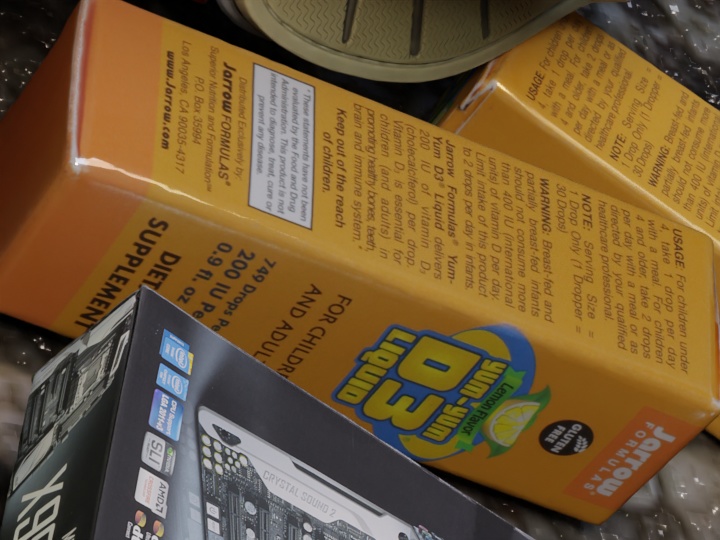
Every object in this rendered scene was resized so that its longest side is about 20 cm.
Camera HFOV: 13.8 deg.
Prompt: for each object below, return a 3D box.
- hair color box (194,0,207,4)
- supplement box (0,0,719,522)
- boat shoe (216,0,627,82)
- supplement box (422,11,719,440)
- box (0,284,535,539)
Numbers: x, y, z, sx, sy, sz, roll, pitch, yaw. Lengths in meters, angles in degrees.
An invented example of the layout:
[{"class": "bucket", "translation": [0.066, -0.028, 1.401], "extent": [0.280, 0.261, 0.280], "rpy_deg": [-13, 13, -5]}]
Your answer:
[{"class": "hair color box", "translation": [-0.040, -0.193, 0.928], "extent": [0.064, 0.111, 0.200], "rpy_deg": [24, 42, -14]}, {"class": "supplement box", "translation": [0.000, 0.000, 0.810], "extent": [0.200, 0.067, 0.069], "rpy_deg": [19, 45, -22]}, {"class": "boat shoe", "translation": [0.029, -0.107, 0.864], "extent": [0.200, 0.075, 0.068], "rpy_deg": [-14, 36, -39]}, {"class": "supplement box", "translation": [0.109, 0.001, 0.903], "extent": [0.200, 0.067, 0.069], "rpy_deg": [33, 41, -9]}, {"class": "box", "translation": [-0.017, 0.124, 0.688], "extent": [0.158, 0.050, 0.200], "rpy_deg": [34, 39, -24]}]
